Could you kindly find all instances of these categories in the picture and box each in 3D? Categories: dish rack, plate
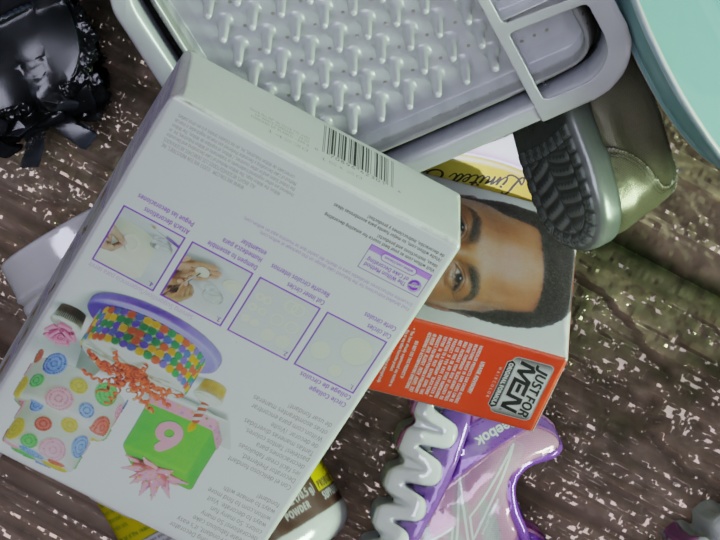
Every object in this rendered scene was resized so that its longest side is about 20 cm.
[{"bbox_3d":[0.004,-0.122,1.248,0.200,0.044,0.172,-23,126,14],"label":"dish rack"},{"bbox_3d":[0.158,-0.115,1.317,0.026,0.200,0.200,-24,90,25],"label":"plate"}]

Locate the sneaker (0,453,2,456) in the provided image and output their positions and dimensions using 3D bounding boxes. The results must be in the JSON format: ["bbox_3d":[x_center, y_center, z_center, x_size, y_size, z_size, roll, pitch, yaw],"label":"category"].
[{"bbox_3d":[-0.276,0.076,1.404,0.200,0.075,0.115,-20,70,2],"label":"sneaker"}]

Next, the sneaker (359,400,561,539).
[{"bbox_3d":[0.043,0.144,1.385,0.088,0.080,0.200,20,93,-4],"label":"sneaker"}]

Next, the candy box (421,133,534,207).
[{"bbox_3d":[0.052,-0.134,1.388,0.136,0.061,0.200,4,93,5],"label":"candy box"}]

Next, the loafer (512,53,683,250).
[{"bbox_3d":[0.101,-0.111,1.328,0.070,0.075,0.200,-14,91,-30],"label":"loafer"}]

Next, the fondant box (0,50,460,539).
[{"bbox_3d":[-0.065,0.021,1.252,0.144,0.058,0.200,28,113,-12],"label":"fondant box"}]

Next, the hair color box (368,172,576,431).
[{"bbox_3d":[0.000,0.000,1.334,0.200,0.102,0.061,15,136,-7],"label":"hair color box"}]

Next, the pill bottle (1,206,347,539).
[{"bbox_3d":[-0.097,0.065,1.383,0.109,0.109,0.200,-30,89,5],"label":"pill bottle"}]

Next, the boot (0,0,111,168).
[{"bbox_3d":[-0.226,-0.134,1.408,0.162,0.073,0.198,-22,77,-3],"label":"boot"}]

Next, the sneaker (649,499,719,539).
[{"bbox_3d":[0.204,0.146,1.378,0.200,0.080,0.088,-38,96,4],"label":"sneaker"}]
